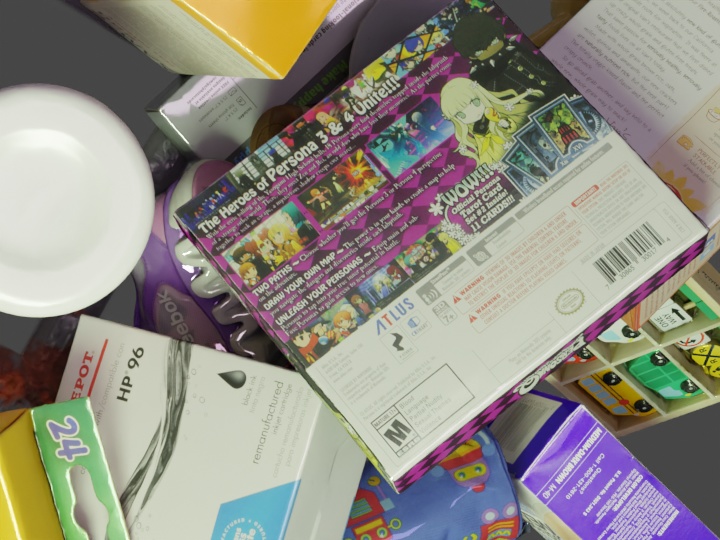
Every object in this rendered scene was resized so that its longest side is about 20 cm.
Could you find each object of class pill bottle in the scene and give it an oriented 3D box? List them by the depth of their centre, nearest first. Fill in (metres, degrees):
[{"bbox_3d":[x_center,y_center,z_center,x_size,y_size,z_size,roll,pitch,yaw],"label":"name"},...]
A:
[{"bbox_3d":[-0.168,-0.037,1.013,0.112,0.200,0.112,-1,93,-10],"label":"pill bottle"}]

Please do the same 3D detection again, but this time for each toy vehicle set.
[{"bbox_3d":[0.147,0.023,1.146,0.200,0.124,0.027,40,39,-35],"label":"toy vehicle set"}]

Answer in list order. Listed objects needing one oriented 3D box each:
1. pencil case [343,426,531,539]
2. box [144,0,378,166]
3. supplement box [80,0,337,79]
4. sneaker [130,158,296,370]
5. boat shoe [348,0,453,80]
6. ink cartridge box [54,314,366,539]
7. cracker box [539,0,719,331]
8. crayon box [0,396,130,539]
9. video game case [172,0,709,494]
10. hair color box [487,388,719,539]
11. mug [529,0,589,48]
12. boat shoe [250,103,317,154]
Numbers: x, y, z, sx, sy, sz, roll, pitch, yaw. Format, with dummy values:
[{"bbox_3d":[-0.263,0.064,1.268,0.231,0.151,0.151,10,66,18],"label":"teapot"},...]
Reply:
[{"bbox_3d":[-0.004,0.154,1.106,0.200,0.087,0.078,-23,67,-18],"label":"pencil case"},{"bbox_3d":[-0.004,-0.073,1.154,0.156,0.041,0.200,-43,107,-10],"label":"box"},{"bbox_3d":[-0.067,-0.173,1.039,0.073,0.200,0.126,36,82,-21],"label":"supplement box"},{"bbox_3d":[-0.082,0.037,1.118,0.080,0.088,0.200,-42,114,-57],"label":"sneaker"},{"bbox_3d":[0.027,-0.087,1.086,0.065,0.073,0.200,73,31,-46],"label":"boat shoe"},{"bbox_3d":[-0.102,0.095,1.038,0.068,0.200,0.116,27,77,-60],"label":"ink cartridge box"},{"bbox_3d":[0.165,-0.086,1.031,0.200,0.058,0.134,-44,71,-8],"label":"cracker box"},{"bbox_3d":[-0.219,0.145,0.991,0.200,0.052,0.126,-12,101,14],"label":"crayon box"},{"bbox_3d":[0.039,-0.019,0.972,0.200,0.036,0.181,-38,71,-8],"label":"video game case"},{"bbox_3d":[0.160,0.160,1.191,0.200,0.109,0.065,42,81,-16],"label":"hair color box"},{"bbox_3d":[0.177,-0.123,1.142,0.187,0.149,0.153,-29,96,-51],"label":"mug"},{"bbox_3d":[0.000,0.000,1.101,0.072,0.072,0.200,-14,84,-44],"label":"boat shoe"}]
